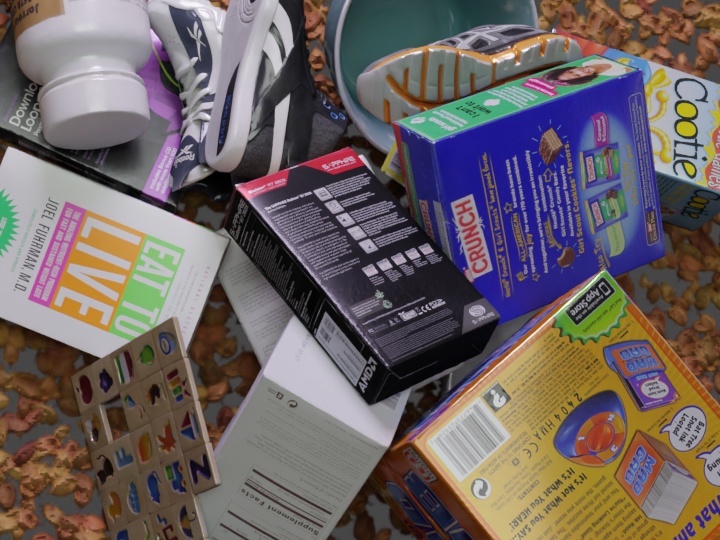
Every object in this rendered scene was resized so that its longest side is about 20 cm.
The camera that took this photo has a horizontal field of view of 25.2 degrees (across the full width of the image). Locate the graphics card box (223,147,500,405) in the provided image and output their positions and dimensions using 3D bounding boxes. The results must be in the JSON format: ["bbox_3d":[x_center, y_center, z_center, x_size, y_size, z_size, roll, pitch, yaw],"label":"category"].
[{"bbox_3d":[0.000,0.000,1.247,0.125,0.051,0.200,-21,58,-38],"label":"graphics card box"}]

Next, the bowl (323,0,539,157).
[{"bbox_3d":[0.046,-0.201,1.415,0.199,0.105,0.203,-7,107,-25],"label":"bowl"}]

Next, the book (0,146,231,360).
[{"bbox_3d":[-0.223,-0.003,1.343,0.198,0.048,0.135,21,92,-2],"label":"book"}]

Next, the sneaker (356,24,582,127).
[{"bbox_3d":[0.084,-0.164,1.341,0.198,0.077,0.079,-10,121,-23],"label":"sneaker"}]

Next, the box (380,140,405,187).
[{"bbox_3d":[0.119,-0.060,1.390,0.199,0.075,0.050,23,99,-28],"label":"box"}]

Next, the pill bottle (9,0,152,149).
[{"bbox_3d":[-0.233,-0.210,1.340,0.113,0.114,0.202,-8,77,-13],"label":"pill bottle"}]

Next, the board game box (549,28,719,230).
[{"bbox_3d":[0.241,-0.125,1.458,0.198,0.105,0.104,17,73,-7],"label":"board game box"}]

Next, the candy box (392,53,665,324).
[{"bbox_3d":[0.140,-0.064,1.313,0.198,0.077,0.171,-20,113,-21],"label":"candy box"}]

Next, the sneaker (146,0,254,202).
[{"bbox_3d":[-0.135,-0.132,1.357,0.200,0.079,0.130,51,59,-15],"label":"sneaker"}]

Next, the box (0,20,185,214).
[{"bbox_3d":[-0.224,-0.153,1.405,0.198,0.036,0.144,23,72,-4],"label":"box"}]

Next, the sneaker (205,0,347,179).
[{"bbox_3d":[-0.057,-0.166,1.329,0.111,0.073,0.202,17,82,-30],"label":"sneaker"}]

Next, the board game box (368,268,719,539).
[{"bbox_3d":[0.151,0.156,1.231,0.200,0.200,0.200,-39,87,-16],"label":"board game box"}]

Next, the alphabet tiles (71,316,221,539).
[{"bbox_3d":[-0.165,0.157,1.277,0.007,0.167,0.202,-7,76,-42],"label":"alphabet tiles"}]

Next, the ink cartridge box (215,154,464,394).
[{"bbox_3d":[-0.023,0.027,1.371,0.160,0.050,0.201,-27,84,2],"label":"ink cartridge box"}]

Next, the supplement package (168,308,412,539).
[{"bbox_3d":[-0.053,0.143,1.267,0.109,0.201,0.114,30,36,-2],"label":"supplement package"}]

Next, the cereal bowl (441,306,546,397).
[{"bbox_3d":[0.160,0.118,1.389,0.198,0.083,0.202,3,75,-10],"label":"cereal bowl"}]
